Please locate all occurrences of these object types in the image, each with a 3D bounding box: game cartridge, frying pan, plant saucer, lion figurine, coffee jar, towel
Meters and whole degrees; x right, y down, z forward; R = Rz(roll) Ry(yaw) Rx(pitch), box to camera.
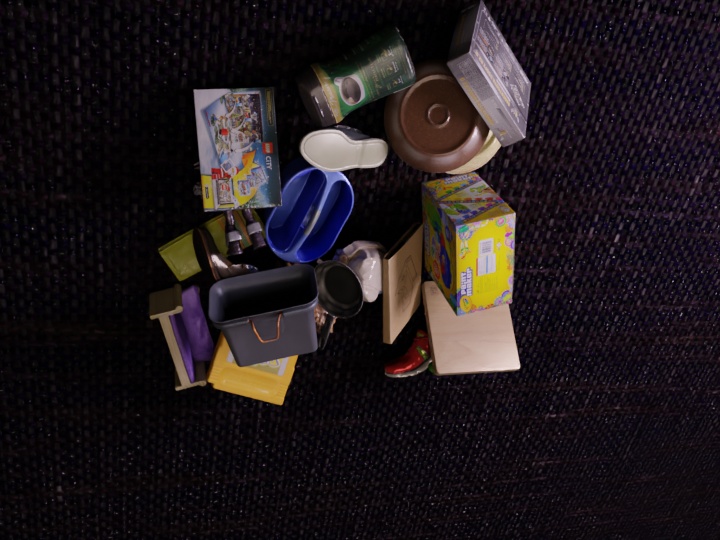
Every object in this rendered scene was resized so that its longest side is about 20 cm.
[{"bbox_3d":[-0.208,0.160,1.400,0.174,0.032,0.203,19,87,-27],"label":"game cartridge"},{"bbox_3d":[-0.037,0.068,1.283,0.113,0.031,0.193,7,117,29],"label":"frying pan"},{"bbox_3d":[0.139,-0.279,1.228,0.196,0.037,0.205,1,97,5],"label":"plant saucer"},{"bbox_3d":[-0.119,0.033,1.342,0.072,0.123,0.201,-34,124,6],"label":"lion figurine"},{"bbox_3d":[-0.010,-0.332,1.177,0.197,0.086,0.105,-26,126,-1],"label":"coffee jar"},{"bbox_3d":[-0.280,-0.054,1.303,0.198,0.018,0.087,-27,123,1],"label":"towel"}]

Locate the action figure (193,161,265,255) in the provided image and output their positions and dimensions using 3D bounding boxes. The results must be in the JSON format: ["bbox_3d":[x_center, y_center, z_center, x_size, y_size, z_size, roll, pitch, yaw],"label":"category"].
[{"bbox_3d":[-0.231,-0.133,1.223,0.128,0.069,0.204,-13,98,-11],"label":"action figure"}]

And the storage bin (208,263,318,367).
[{"bbox_3d":[-0.164,0.096,1.248,0.196,0.146,0.136,-12,126,-3],"label":"storage bin"}]

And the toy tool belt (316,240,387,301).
[{"bbox_3d":[0.000,0.000,1.365,0.199,0.121,0.127,11,92,-67],"label":"toy tool belt"}]

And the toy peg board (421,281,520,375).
[{"bbox_3d":[0.225,0.134,1.500,0.196,0.203,0.098,0,159,-18],"label":"toy peg board"}]

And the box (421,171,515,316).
[{"bbox_3d":[0.209,-0.056,1.348,0.120,0.193,0.203,-12,123,-10],"label":"box"}]

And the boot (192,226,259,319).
[{"bbox_3d":[-0.250,-0.007,1.308,0.096,0.074,0.203,-30,119,-27],"label":"boot"}]

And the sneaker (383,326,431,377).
[{"bbox_3d":[0.134,0.173,1.548,0.197,0.077,0.086,-26,110,-10],"label":"sneaker"}]

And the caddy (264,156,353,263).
[{"bbox_3d":[-0.099,-0.111,1.270,0.140,0.105,0.202,19,113,-27],"label":"caddy"}]

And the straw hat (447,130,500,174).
[{"bbox_3d":[0.216,-0.261,1.290,0.197,0.085,0.204,-8,122,-13],"label":"straw hat"}]

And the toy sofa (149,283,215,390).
[{"bbox_3d":[-0.347,0.132,1.356,0.096,0.083,0.203,-13,123,-8],"label":"toy sofa"}]

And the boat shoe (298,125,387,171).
[{"bbox_3d":[-0.041,-0.224,1.215,0.197,0.066,0.076,-10,123,-40],"label":"boat shoe"}]

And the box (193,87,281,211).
[{"bbox_3d":[-0.210,-0.207,1.169,0.134,0.038,0.204,-5,95,-15],"label":"box"}]

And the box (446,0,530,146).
[{"bbox_3d":[0.231,-0.346,1.201,0.048,0.160,0.200,-16,133,37],"label":"box"}]

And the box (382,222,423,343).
[{"bbox_3d":[0.087,0.025,1.395,0.021,0.164,0.203,14,125,23],"label":"box"}]
